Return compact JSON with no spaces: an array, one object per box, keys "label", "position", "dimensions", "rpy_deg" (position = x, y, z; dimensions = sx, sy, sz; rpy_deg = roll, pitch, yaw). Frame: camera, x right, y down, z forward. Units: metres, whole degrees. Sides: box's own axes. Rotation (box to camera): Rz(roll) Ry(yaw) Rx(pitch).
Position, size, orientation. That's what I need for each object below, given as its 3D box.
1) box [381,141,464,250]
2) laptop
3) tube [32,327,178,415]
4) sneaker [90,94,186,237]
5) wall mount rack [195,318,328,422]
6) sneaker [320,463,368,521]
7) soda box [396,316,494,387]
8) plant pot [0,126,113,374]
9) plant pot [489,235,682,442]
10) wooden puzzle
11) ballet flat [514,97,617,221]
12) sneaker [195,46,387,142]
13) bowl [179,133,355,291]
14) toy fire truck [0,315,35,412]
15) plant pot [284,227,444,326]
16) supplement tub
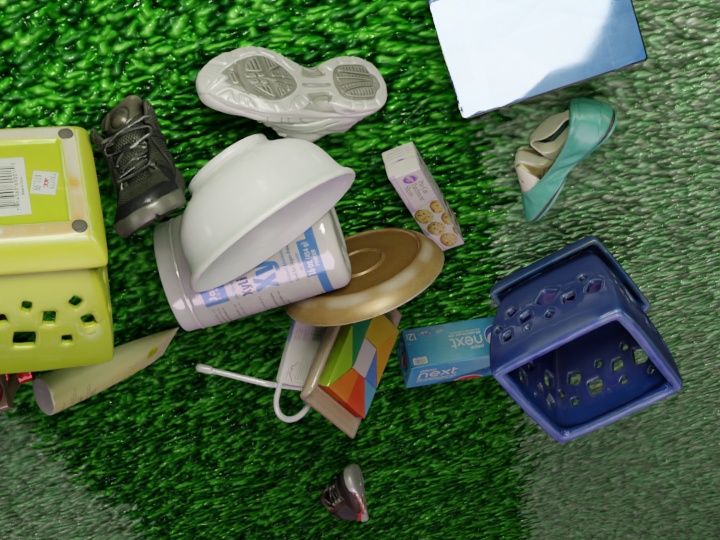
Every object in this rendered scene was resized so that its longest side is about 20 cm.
[{"label":"box","position":[0.076,-0.083,1.557],"dimensions":[0.041,0.039,0.200],"rpy_deg":[-20,151,10]},{"label":"laptop","position":[0.152,-0.264,1.196],"dimensions":[0.185,0.117,0.200],"rpy_deg":[-18,151,5]},{"label":"tube","position":[-0.322,0.125,1.692],"dimensions":[0.199,0.053,0.058],"rpy_deg":[-24,-157,-40]},{"label":"sneaker","position":[-0.219,-0.101,1.274],"dimensions":[0.076,0.200,0.115],"rpy_deg":[-27,106,4]},{"label":"wall mount rack","position":[-0.107,0.085,1.671],"dimensions":[0.173,0.202,0.074],"rpy_deg":[12,-176,-42]},{"label":"sneaker","position":[-0.031,0.402,2.320],"dimensions":[0.081,0.078,0.201],"rpy_deg":[-7,150,0]},{"label":"soda box","position":[0.157,0.115,1.912],"dimensions":[0.198,0.065,0.068],"rpy_deg":[-7,150,-11]},{"label":"plant pot","position":[-0.347,-0.029,1.308],"dimensions":[0.197,0.202,0.182],"rpy_deg":[-4,144,-16]},{"label":"plant pot","position":[0.291,0.082,1.765],"dimensions":[0.199,0.181,0.200],"rpy_deg":[-28,130,23]},{"label":"wooden puzzle","position":[-0.003,0.111,1.730],"dimensions":[0.037,0.187,0.200],"rpy_deg":[15,163,24]},{"label":"ballet flat","position":[0.219,-0.134,1.523],"dimensions":[0.070,0.068,0.200],"rpy_deg":[22,141,-11]},{"label":"sneaker","position":[-0.076,-0.162,1.316],"dimensions":[0.198,0.079,0.099],"rpy_deg":[3,150,-27]},{"label":"bowl","position":[-0.109,-0.073,1.322],"dimensions":[0.200,0.091,0.201],"rpy_deg":[-36,174,-4]},{"label":"toy fire truck","position":[-0.438,0.117,1.567],"dimensions":[0.048,0.201,0.142],"rpy_deg":[-15,123,0]},{"label":"plant pot","position":[0.000,0.000,1.548],"dimensions":[0.198,0.201,0.028],"rpy_deg":[-17,116,6]},{"label":"supplement tub","position":[-0.119,-0.019,1.485],"dimensions":[0.198,0.133,0.132],"rpy_deg":[-17,151,3]}]
